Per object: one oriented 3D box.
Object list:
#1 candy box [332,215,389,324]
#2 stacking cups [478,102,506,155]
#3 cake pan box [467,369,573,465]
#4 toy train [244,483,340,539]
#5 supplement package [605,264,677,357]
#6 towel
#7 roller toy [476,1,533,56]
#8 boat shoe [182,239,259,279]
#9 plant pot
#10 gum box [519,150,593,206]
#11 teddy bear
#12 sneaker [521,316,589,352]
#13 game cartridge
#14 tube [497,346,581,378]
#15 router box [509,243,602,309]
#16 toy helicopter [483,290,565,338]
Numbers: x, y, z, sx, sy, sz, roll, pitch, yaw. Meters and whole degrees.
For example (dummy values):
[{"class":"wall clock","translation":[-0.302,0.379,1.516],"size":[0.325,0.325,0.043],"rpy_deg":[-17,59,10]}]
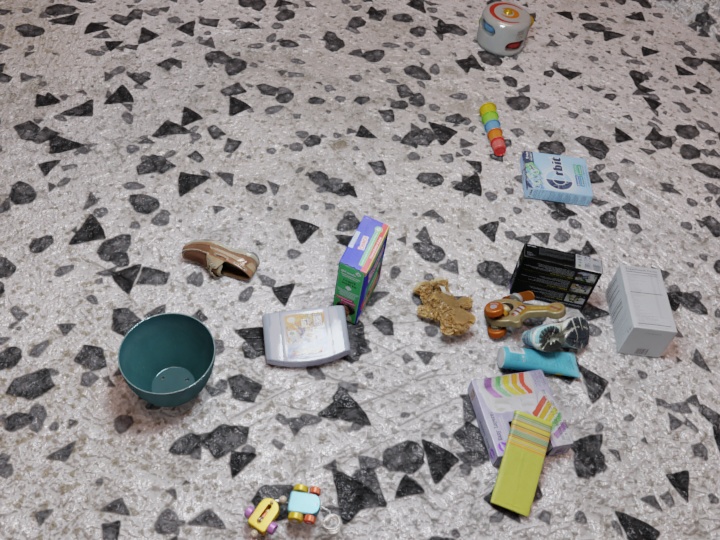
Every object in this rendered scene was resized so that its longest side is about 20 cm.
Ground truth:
[{"class":"candy box","translation":[0.000,0.000,1.703],"size":[0.076,0.201,0.170],"rpy_deg":[20,50,10]},{"class":"stacking cups","translation":[0.427,-0.446,2.244],"size":[0.059,0.061,0.202],"rpy_deg":[-2,54,-9]},{"class":"cake pan box","translation":[0.353,0.328,1.572],"size":[0.181,0.053,0.202],"rpy_deg":[-6,52,-10]},{"class":"toy train","translation":[-0.143,0.504,1.354],"size":[0.198,0.056,0.151],"rpy_deg":[-24,58,-21]},{"class":"supplement package","translation":[0.702,0.100,1.773],"size":[0.112,0.110,0.202],"rpy_deg":[7,49,-1]},{"class":"towel","translation":[0.338,0.401,1.478],"size":[0.085,0.018,0.202],"rpy_deg":[20,71,4]},{"class":"roller toy","translation":[0.527,-0.889,2.576],"size":[0.197,0.141,0.184],"rpy_deg":[16,50,5]},{"class":"boat shoe","translation":[-0.354,-0.024,1.762],"size":[0.197,0.076,0.073],"rpy_deg":[10,51,3]},{"class":"plant pot","translation":[-0.407,0.212,1.510],"size":[0.197,0.136,0.202],"rpy_deg":[3,49,-4]},{"class":"gum box","translation":[0.589,-0.279,2.126],"size":[0.197,0.045,0.172],"rpy_deg":[7,49,-3]},{"class":"teddy bear","translation":[0.208,0.090,1.755],"size":[0.144,0.067,0.200],"rpy_deg":[-23,49,-36]},{"class":"sneaker","translation":[0.477,0.152,1.721],"size":[0.198,0.086,0.079],"rpy_deg":[-1,90,-33]},{"class":"game cartridge","translation":[-0.126,0.156,1.643],"size":[0.197,0.042,0.135],"rpy_deg":[-6,59,-7]},{"class":"tube","translation":[0.428,0.216,1.683],"size":[0.197,0.051,0.078],"rpy_deg":[7,48,-8]},{"class":"router box","translation":[0.492,0.017,1.790],"size":[0.197,0.150,0.052],"rpy_deg":[13,49,3]},{"class":"toy helicopter","translation":[0.402,0.096,1.730],"size":[0.197,0.080,0.133],"rpy_deg":[-3,30,21]}]
